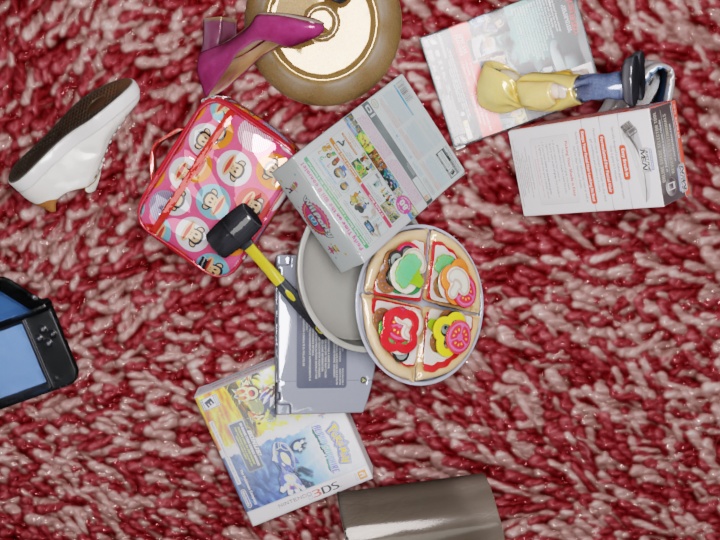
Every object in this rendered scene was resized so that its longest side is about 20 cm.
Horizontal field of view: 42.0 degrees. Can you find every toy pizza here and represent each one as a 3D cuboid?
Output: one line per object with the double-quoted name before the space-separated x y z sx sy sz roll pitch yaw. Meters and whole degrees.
"toy pizza" 0.082 0.043 1.175 0.198 0.032 0.203 2 87 -32

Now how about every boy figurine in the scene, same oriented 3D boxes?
"boy figurine" 0.235 -0.222 1.113 0.198 0.124 0.065 5 113 31

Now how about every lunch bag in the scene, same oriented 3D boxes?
"lunch bag" -0.183 -0.112 1.177 0.175 0.082 0.201 35 100 -2

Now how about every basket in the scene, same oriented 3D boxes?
"basket" 0.084 0.350 1.242 0.197 0.136 0.182 -14 117 -1

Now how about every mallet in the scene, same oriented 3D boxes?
"mallet" -0.111 0.014 1.147 0.065 0.041 0.201 -31 109 7

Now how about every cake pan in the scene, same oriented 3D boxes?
"cake pan" 0.000 0.000 1.167 0.198 0.037 0.203 2 86 -34

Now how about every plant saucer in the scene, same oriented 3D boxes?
"plant saucer" -0.047 -0.305 1.155 0.197 0.035 0.203 0 101 0

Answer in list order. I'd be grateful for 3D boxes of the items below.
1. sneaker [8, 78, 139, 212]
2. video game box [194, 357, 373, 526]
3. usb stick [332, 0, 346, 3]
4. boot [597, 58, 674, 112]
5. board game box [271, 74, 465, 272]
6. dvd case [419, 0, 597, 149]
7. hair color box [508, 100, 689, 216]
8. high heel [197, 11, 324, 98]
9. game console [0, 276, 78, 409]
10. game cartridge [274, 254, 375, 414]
"sneaker" -0.343 -0.156 1.182 0.200 0.073 0.085 -41 129 2
"video game box" -0.101 0.219 1.258 0.180 0.047 0.202 -23 100 2
"usb stick" -0.089 -0.383 1.114 0.199 0.033 0.056 31 93 11
"boot" 0.316 -0.165 1.150 0.073 0.096 0.202 21 101 -4
"board game box" 0.014 -0.118 1.126 0.200 0.064 0.148 -41 101 -31
"dvd case" 0.188 -0.255 1.171 0.198 0.022 0.148 -19 101 5
"hair color box" 0.279 -0.129 1.113 0.063 0.199 0.112 -21 103 -38
"high heel" -0.118 -0.253 1.113 0.198 0.067 0.098 10 101 44
"game console" -0.494 0.107 1.201 0.198 0.116 0.178 -18 101 5
"game cartridge" -0.045 0.082 1.201 0.131 0.041 0.203 1 86 -17
